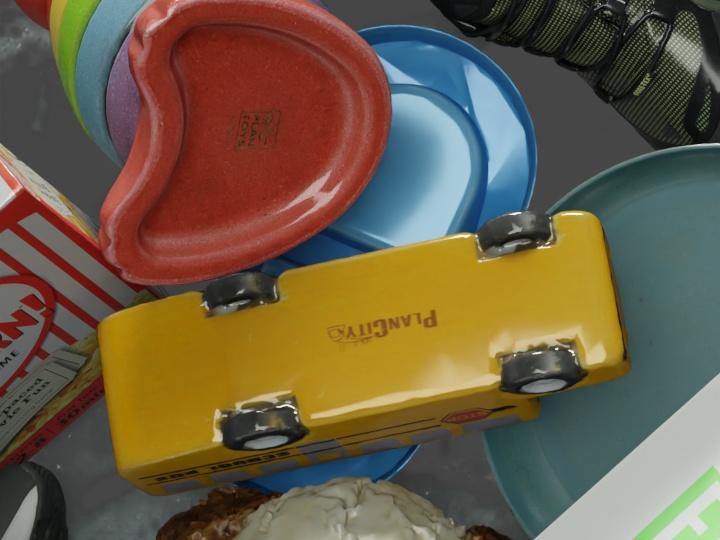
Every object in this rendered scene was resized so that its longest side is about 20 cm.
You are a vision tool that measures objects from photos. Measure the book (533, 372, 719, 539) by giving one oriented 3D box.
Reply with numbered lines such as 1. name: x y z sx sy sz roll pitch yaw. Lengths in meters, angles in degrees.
1. book: 0.096 0.144 0.986 0.200 0.048 0.134 -43 76 3

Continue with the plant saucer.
1. plant saucer: 0.145 0.047 1.173 0.200 0.027 0.200 3 103 15

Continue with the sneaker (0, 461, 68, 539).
1. sneaker: -0.192 0.158 1.209 0.085 0.074 0.200 30 88 11

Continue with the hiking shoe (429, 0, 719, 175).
1. hiking shoe: 0.075 -0.105 1.186 0.101 0.076 0.200 -26 67 -39

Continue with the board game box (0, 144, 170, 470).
1. board game box: -0.164 0.029 1.156 0.151 0.200 0.046 -41 69 2

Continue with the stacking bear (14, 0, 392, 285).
1. stacking bear: -0.079 -0.097 1.181 0.114 0.200 0.122 -4 122 -28

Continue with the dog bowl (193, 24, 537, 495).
1. dog bowl: 0.000 0.000 1.215 0.111 0.050 0.200 23 87 10

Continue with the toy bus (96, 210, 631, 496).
1. toy bus: 0.002 0.033 1.139 0.200 0.078 0.065 -12 72 9

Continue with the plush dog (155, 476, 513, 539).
1. plush dog: -0.014 0.163 1.141 0.200 0.160 0.172 11 84 10
